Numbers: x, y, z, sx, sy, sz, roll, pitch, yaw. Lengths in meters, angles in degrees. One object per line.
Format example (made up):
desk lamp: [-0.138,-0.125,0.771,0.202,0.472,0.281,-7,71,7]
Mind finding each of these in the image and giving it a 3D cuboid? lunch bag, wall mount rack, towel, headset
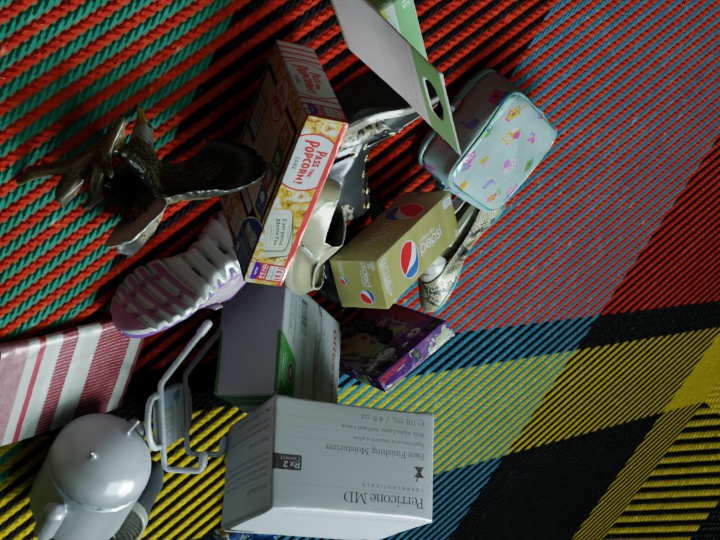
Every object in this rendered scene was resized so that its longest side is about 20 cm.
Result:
lunch bag: [0.158,-0.161,1.729,0.160,0.077,0.200,-50,152,7]
wall mount rack: [-0.195,0.141,1.583,0.200,0.074,0.174,-15,104,-84]
towel: [-0.325,0.116,1.464,0.200,0.023,0.144,-14,137,-47]
headset: [0.000,0.000,1.684,0.123,0.094,0.200,-36,137,-35]

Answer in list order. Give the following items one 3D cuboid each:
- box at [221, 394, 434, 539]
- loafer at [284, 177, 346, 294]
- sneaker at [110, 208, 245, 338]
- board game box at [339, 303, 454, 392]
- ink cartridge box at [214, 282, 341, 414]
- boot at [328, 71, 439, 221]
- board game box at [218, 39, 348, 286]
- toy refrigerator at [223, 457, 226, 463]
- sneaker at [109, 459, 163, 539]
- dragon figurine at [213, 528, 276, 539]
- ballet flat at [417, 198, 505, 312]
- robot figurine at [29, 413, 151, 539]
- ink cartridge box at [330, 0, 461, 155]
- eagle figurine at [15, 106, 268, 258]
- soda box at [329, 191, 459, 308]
box: [-0.041,0.237,1.586,0.199,0.131,0.200,8,160,-20]
loafer: [-0.051,-0.036,1.501,0.200,0.068,0.076,88,8,-58]
sneaker: [-0.182,0.016,1.485,0.200,0.080,0.089,-37,158,-21]
board game box: [0.027,0.094,1.771,0.120,0.200,0.032,-35,110,-18]
ink cartridge box: [-0.095,0.105,1.628,0.200,0.083,0.147,47,42,-63]
boot: [0.001,-0.138,1.540,0.200,0.073,0.151,-28,146,-26]
board game box: [-0.084,-0.109,1.376,0.046,0.152,0.200,8,125,-24]
toy refrigerator: [-0.086,0.260,1.903,0.200,0.070,0.076,-5,145,-48]
sneaker: [-0.315,0.323,1.691,0.200,0.075,0.106,-40,-169,28]
dragon figurine: [-0.132,0.364,1.927,0.059,0.200,0.100,-50,130,-42]
ballet flat: [0.122,-0.040,1.860,0.075,0.068,0.200,29,97,-39]
robot figurine: [-0.304,0.236,1.522,0.170,0.113,0.200,-52,178,-45]
ink cartridge box: [0.044,-0.224,1.355,0.048,0.200,0.146,-40,151,-10]
eagle figurine: [-0.194,-0.083,1.288,0.200,0.152,0.151,28,82,-56]
soda box: [0.044,-0.028,1.634,0.200,0.068,0.064,-42,126,-50]
